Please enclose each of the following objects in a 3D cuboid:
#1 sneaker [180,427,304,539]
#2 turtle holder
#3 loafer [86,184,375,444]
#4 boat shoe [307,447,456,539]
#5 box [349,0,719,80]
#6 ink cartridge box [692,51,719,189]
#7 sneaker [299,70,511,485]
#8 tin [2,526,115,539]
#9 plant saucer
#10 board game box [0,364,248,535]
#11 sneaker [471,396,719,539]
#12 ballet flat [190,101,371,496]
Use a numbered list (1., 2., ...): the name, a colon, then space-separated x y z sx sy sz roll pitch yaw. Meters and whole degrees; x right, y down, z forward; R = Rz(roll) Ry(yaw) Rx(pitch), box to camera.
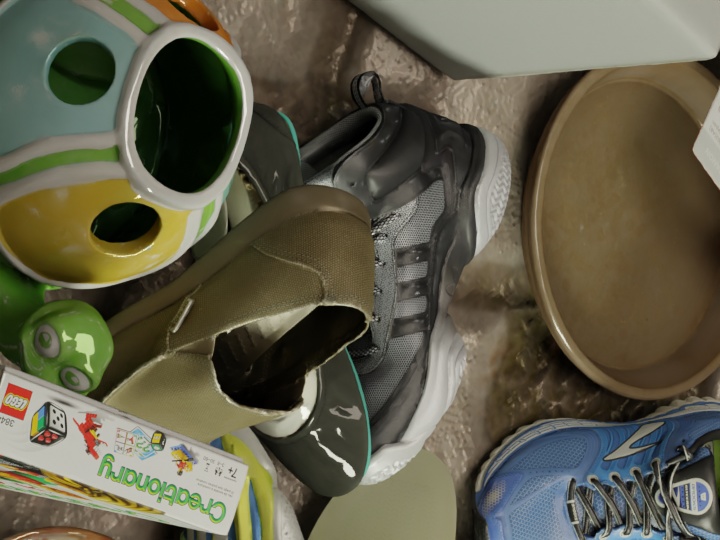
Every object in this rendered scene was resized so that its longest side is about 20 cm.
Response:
1. sneaker: -0.071 0.165 1.202 0.105 0.076 0.201 -20 79 -9
2. turtle holder: -0.125 -0.052 1.111 0.186 0.132 0.141 -53 123 -28
3. loafer: -0.069 0.043 1.139 0.076 0.200 0.068 25 31 -38
4. boat shoe: -0.003 0.186 1.274 0.073 0.063 0.202 16 73 1
5. box: 0.090 -0.224 1.255 0.171 0.200 0.199 34 68 -35
6. ink cartridge box: 0.251 -0.092 1.491 0.163 0.057 0.200 50 58 -32
7. sneaker: 0.000 0.000 1.267 0.114 0.075 0.201 31 68 -34
8. tin: -0.100 0.195 1.141 0.200 0.042 0.112 33 78 -6
9. plant saucer: 0.160 -0.027 1.435 0.200 0.029 0.201 -2 93 -42
10. board game box: -0.156 0.065 1.041 0.126 0.200 0.035 25 77 -39
11. sneaker: 0.151 0.116 1.380 0.199 0.089 0.079 -16 101 -26
12. ballet flat: -0.051 0.018 1.220 0.068 0.068 0.201 -15 90 -52
